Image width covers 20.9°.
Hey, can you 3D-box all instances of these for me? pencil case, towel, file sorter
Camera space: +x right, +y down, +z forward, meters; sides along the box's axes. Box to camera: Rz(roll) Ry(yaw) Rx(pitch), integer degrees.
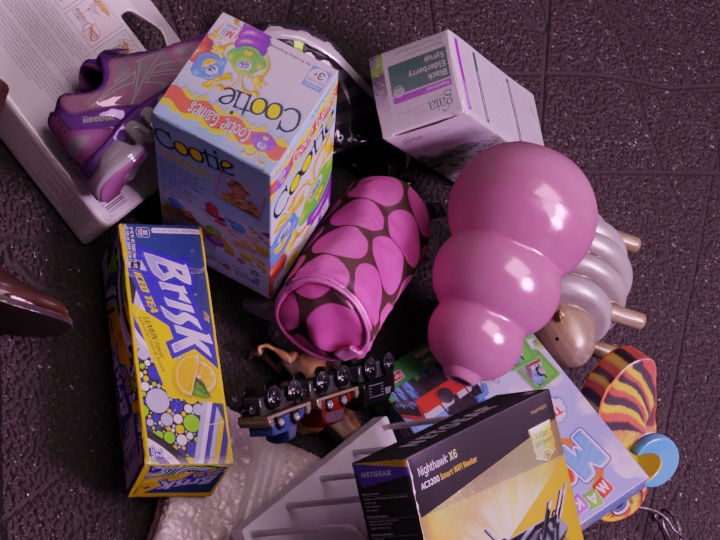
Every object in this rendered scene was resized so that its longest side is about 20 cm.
[{"bbox_3d":[0.000,0.000,1.595,0.094,0.090,0.200,62,31,-18],"label":"pencil case"},{"bbox_3d":[-0.098,0.203,1.486,0.132,0.034,0.201,31,53,-23],"label":"towel"},{"bbox_3d":[0.027,0.209,1.483,0.200,0.124,0.140,-34,108,-50],"label":"file sorter"}]

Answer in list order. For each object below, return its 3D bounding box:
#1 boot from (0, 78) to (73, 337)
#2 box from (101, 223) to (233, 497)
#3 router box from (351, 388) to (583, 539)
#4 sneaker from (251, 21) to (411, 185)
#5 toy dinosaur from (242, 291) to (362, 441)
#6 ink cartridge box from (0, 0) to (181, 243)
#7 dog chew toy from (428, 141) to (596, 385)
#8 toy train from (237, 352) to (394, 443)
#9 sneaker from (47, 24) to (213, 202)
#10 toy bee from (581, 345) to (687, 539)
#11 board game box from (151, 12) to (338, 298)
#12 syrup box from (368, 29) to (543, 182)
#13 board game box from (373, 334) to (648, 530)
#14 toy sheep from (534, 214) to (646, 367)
[{"bbox_3d":[-0.281,-0.065,1.448,0.185,0.064,0.201,22,60,-26],"label":"boot"},{"bbox_3d":[-0.147,0.066,1.472,0.070,0.064,0.201,2,61,-22],"label":"box"},{"bbox_3d":[0.085,0.187,1.417,0.199,0.052,0.159,-20,97,-52],"label":"router box"},{"bbox_3d":[-0.029,-0.136,1.677,0.199,0.072,0.083,32,54,-22],"label":"sneaker"},{"bbox_3d":[-0.031,0.102,1.569,0.106,0.060,0.201,-36,93,-44],"label":"toy dinosaur"},{"bbox_3d":[-0.216,-0.148,1.557,0.200,0.045,0.176,53,49,-5],"label":"ink cartridge box"},{"bbox_3d":[0.116,-0.002,1.605,0.124,0.124,0.201,29,73,-23],"label":"dog chew toy"},{"bbox_3d":[-0.031,0.099,1.512,0.199,0.034,0.046,-12,98,-57],"label":"toy train"},{"bbox_3d":[-0.169,-0.143,1.516,0.088,0.081,0.200,40,49,1],"label":"sneaker"},{"bbox_3d":[0.222,0.174,1.699,0.108,0.131,0.201,-21,93,-17],"label":"toy bee"},{"bbox_3d":[-0.087,-0.084,1.494,0.104,0.200,0.103,28,66,10],"label":"board game box"},{"bbox_3d":[0.088,-0.135,1.707,0.200,0.078,0.082,26,50,-61],"label":"syrup box"},{"bbox_3d":[0.120,0.137,1.624,0.151,0.037,0.200,-29,71,-27],"label":"board game box"},{"bbox_3d":[0.181,0.003,1.736,0.137,0.138,0.201,27,40,-24],"label":"toy sheep"}]
